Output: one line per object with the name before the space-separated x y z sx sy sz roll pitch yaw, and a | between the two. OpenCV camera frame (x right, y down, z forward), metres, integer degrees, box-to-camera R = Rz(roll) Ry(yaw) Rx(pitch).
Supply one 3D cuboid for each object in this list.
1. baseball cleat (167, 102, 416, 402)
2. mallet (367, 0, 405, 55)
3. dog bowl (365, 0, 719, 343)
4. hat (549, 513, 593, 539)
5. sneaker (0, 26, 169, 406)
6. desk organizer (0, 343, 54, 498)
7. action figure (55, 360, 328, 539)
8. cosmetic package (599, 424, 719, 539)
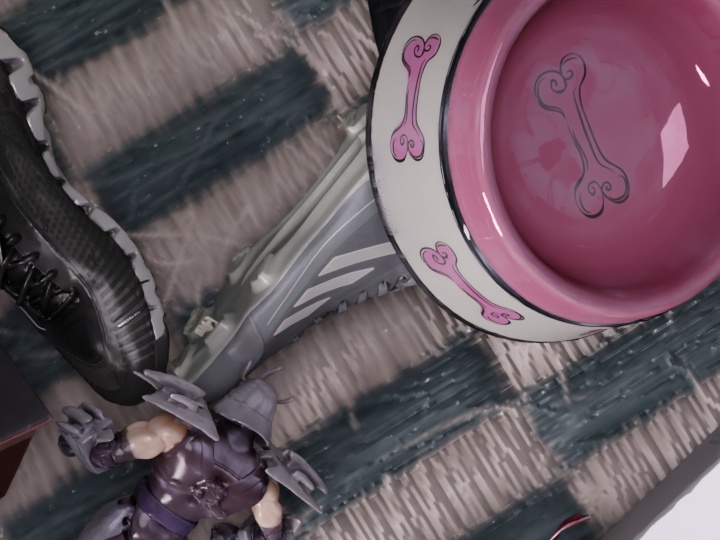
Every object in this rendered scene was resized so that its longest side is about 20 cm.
baseball cleat | 0.000 0.000 1.061 0.106 0.070 0.200 37 98 -19
mallet | 0.098 -0.149 1.094 0.200 0.041 0.066 -17 85 -9
dog bowl | 0.106 -0.063 1.028 0.200 0.074 0.201 -2 94 -29
hat | 0.041 0.223 0.994 0.165 0.176 0.201 -17 88 -4
sneaker | -0.164 -0.019 1.036 0.066 0.090 0.200 -32 85 36
desk organizer | -0.236 0.024 1.041 0.072 0.077 0.200 -26 70 -37
action figure | -0.101 0.121 1.038 0.130 0.069 0.200 37 95 -18
cosmetic package | 0.201 0.120 1.063 0.200 0.071 0.101 -43 90 -4
